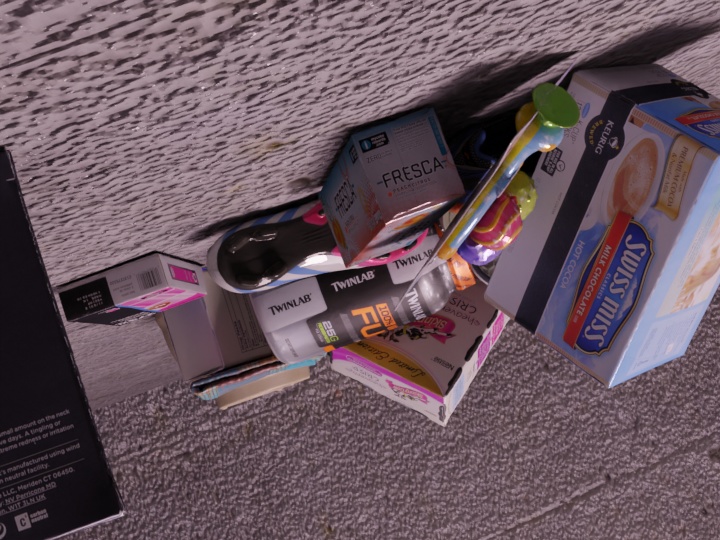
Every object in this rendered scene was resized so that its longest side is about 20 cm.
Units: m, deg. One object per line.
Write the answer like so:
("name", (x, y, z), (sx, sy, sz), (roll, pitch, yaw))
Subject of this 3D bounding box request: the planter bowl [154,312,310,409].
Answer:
("planter bowl", (-0.136, 0.087, 1.542), (0.198, 0.137, 0.200), (-19, 174, -2))

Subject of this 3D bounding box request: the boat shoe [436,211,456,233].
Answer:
("boat shoe", (0.147, -0.089, 1.116), (0.198, 0.075, 0.066), (-33, -157, -9))

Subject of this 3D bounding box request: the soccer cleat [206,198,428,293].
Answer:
("soccer cleat", (-0.041, -0.030, 1.093), (0.197, 0.071, 0.086), (-13, -174, -20))

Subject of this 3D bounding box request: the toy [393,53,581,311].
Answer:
("toy", (0.099, -0.049, 0.894), (0.115, 0.047, 0.201), (-51, 173, -40))

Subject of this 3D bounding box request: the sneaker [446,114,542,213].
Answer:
("sneaker", (0.147, -0.095, 1.019), (0.198, 0.076, 0.078), (-19, 172, -27))

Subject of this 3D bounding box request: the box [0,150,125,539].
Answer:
("box", (-0.204, 0.058, 0.677), (0.103, 0.185, 0.200), (-17, 174, -15))

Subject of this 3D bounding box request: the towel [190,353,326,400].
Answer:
("towel", (-0.106, 0.106, 1.330), (0.145, 0.022, 0.200), (-18, 176, -7))

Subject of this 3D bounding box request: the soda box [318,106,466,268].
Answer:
("soda box", (0.018, -0.056, 0.943), (0.063, 0.069, 0.200), (-20, 176, -12))

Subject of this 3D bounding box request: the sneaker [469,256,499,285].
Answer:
("sneaker", (0.177, -0.003, 1.195), (0.199, 0.078, 0.146), (1, 173, -16))

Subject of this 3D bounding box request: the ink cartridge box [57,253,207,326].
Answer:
("ink cartridge box", (-0.199, 0.020, 1.161), (0.093, 0.038, 0.200), (-19, 177, 4))

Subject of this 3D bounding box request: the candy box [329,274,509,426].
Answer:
("candy box", (0.074, 0.036, 1.268), (0.201, 0.135, 0.061), (-56, 158, -27))

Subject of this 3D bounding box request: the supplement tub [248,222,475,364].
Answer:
("supplement tub", (0.000, 0.000, 1.180), (0.197, 0.124, 0.123), (-20, 175, 7))

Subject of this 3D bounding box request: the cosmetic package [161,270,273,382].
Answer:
("cosmetic package", (-0.110, 0.044, 1.351), (0.071, 0.107, 0.199), (-22, 173, 41))

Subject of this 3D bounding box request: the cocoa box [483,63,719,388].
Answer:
("cocoa box", (0.209, -0.037, 0.968), (0.132, 0.131, 0.202), (-12, 131, -49))

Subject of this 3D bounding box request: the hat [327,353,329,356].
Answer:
("hat", (0.023, 0.012, 1.410), (0.198, 0.167, 0.177), (23, 159, 16))
